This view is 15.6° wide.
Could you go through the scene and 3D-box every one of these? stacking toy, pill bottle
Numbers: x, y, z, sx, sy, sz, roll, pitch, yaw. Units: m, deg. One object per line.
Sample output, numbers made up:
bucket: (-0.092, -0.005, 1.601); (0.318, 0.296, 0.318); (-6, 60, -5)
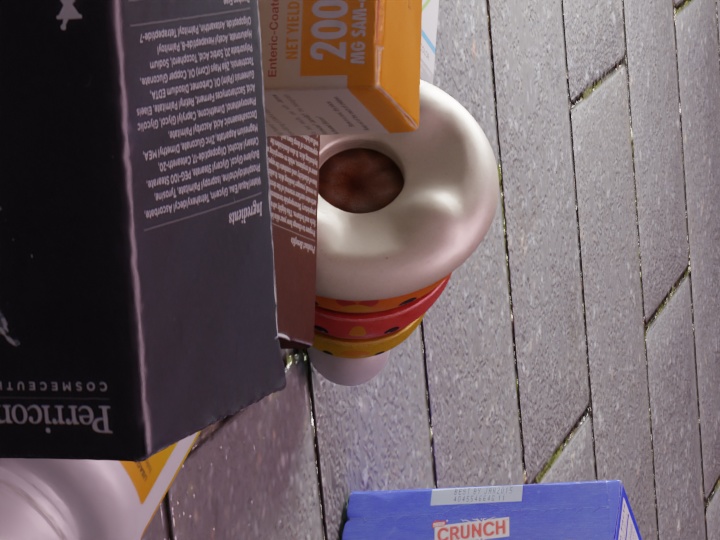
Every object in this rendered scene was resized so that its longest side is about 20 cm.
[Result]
stacking toy: (0.000, 0.000, 1.433); (0.200, 0.145, 0.147); (89, 11, -55)
pill bottle: (-0.117, 0.049, 1.042); (0.200, 0.109, 0.110); (-62, 147, -41)

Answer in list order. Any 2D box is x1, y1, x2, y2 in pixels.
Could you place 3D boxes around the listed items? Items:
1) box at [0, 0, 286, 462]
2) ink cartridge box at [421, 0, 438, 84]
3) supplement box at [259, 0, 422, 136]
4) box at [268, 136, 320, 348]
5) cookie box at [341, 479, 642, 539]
box: (-0.140, -0.047, 0.853); (0.124, 0.199, 0.198); (-27, 114, -68)
ink cartridge box: (0.008, -0.210, 1.528); (0.104, 0.059, 0.201); (44, 48, -65)
supplement box: (-0.078, -0.121, 1.043); (0.074, 0.199, 0.127); (36, 54, -72)
box: (-0.066, -0.065, 1.281); (0.100, 0.075, 0.201); (25, 64, -70)
cookie box: (0.092, 0.212, 1.598); (0.200, 0.170, 0.075); (66, 26, -49)
